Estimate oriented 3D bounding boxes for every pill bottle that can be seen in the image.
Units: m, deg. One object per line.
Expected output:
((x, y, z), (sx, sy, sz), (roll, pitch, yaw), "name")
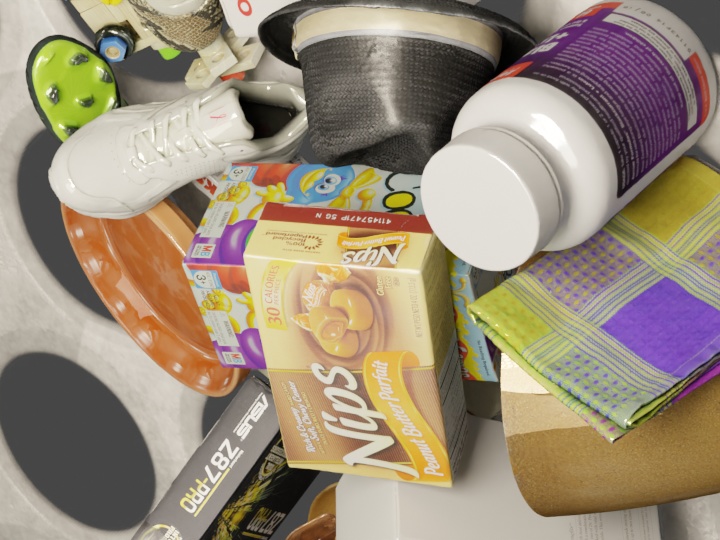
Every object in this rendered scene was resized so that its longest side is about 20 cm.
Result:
((0.125, -0.081, 1.356), (0.111, 0.200, 0.111), (21, 129, 28), "pill bottle")

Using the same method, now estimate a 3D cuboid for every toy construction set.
((-0.153, -0.214, 1.589), (0.131, 0.092, 0.200), (-23, 111, 21), "toy construction set")

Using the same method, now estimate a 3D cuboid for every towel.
((0.181, 0.010, 1.359), (0.144, 0.200, 0.023), (41, 153, 34), "towel")

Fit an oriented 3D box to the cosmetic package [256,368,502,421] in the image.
((0.014, 0.072, 1.646), (0.200, 0.073, 0.104), (36, 136, 15), "cosmetic package")

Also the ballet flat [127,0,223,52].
((-0.140, -0.233, 1.488), (0.075, 0.068, 0.200), (-132, 22, -68), "ballet flat")

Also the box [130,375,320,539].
((-0.092, 0.165, 1.668), (0.049, 0.161, 0.200), (38, 177, 14), "box")

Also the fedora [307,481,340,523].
((0.015, 0.262, 1.764), (0.201, 0.082, 0.201), (21, 129, 28), "fedora")

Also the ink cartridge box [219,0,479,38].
((-0.010, -0.239, 1.446), (0.200, 0.084, 0.145), (-2, 116, 40), "ink cartridge box")

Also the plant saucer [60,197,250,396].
((-0.148, 0.005, 1.662), (0.200, 0.032, 0.200), (40, 153, 26), "plant saucer")

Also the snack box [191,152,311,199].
((-0.034, -0.030, 1.615), (0.200, 0.072, 0.024), (42, 141, 10), "snack box")

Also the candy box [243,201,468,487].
((0.000, 0.050, 1.424), (0.115, 0.055, 0.200), (6, 136, 16), "candy box")

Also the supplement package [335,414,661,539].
((0.094, 0.187, 1.554), (0.200, 0.121, 0.120), (14, 138, -16), "supplement package")

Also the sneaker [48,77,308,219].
((-0.120, -0.096, 1.546), (0.078, 0.200, 0.099), (67, 155, 5), "sneaker")

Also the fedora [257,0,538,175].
((0.021, -0.111, 1.423), (0.201, 0.201, 0.092), (-3, 79, 41), "fedora")

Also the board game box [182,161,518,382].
((0.000, 0.000, 1.493), (0.200, 0.103, 0.105), (2, 135, 21), "board game box")

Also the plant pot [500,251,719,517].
((0.214, 0.067, 1.418), (0.200, 0.186, 0.186), (-1, 118, 25), "plant pot")

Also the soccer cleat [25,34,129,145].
((-0.205, -0.118, 1.650), (0.081, 0.068, 0.200), (31, 170, 30), "soccer cleat")

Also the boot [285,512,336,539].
((0.055, 0.222, 1.651), (0.200, 0.074, 0.155), (-28, 110, 12), "boot")
